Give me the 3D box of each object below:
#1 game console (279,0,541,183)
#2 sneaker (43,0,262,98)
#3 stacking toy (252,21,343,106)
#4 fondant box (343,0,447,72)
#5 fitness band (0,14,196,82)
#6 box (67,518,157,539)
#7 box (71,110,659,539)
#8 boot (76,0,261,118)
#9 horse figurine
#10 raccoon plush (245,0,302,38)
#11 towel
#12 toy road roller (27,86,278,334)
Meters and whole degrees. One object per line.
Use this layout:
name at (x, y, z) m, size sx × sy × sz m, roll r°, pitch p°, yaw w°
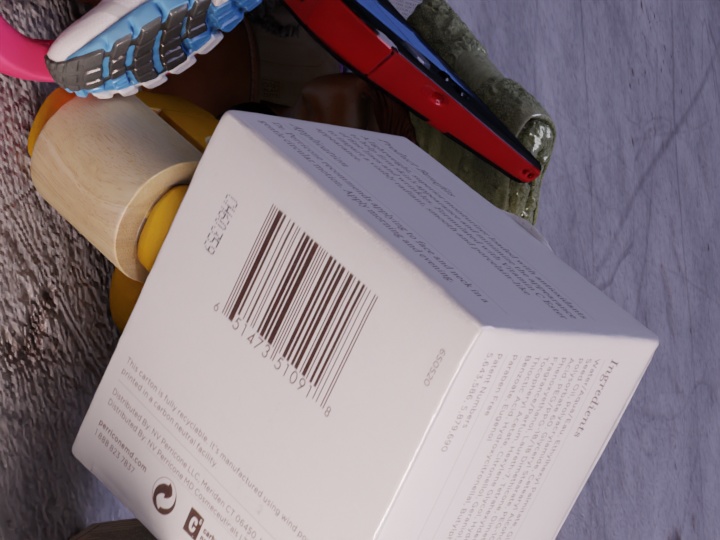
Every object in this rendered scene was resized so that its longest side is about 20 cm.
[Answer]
game console at (0.003, -0.138, 1.382) m, size 0.177 × 0.031 × 0.200 m, roll 30°, pitch 16°, yaw -43°
sneaker at (-0.082, -0.163, 1.253) m, size 0.087 × 0.200 × 0.075 m, roll 50°, pitch -16°, yaw 11°
stacking toy at (-0.041, -0.160, 1.605) m, size 0.200 × 0.085 × 0.085 m, roll -75°, pitch 152°, yaw -58°
fondant box at (0.015, -0.164, 1.660) m, size 0.144 × 0.058 × 0.200 m, roll 123°, pitch -18°, yaw -62°
fitness band at (-0.134, -0.165, 1.261) m, size 0.200 × 0.037 × 0.144 m, roll -5°, pitch 106°, yaw -50°
box at (-0.120, 0.177, 1.204) m, size 0.200 × 0.095 × 0.078 m, roll -28°, pitch 110°, yaw -69°
box at (-0.002, 0.060, 1.192) m, size 0.131 × 0.199 × 0.200 m, roll 5°, pitch 117°, yaw -46°
boot at (-0.125, -0.149, 1.355) m, size 0.155 × 0.074 × 0.200 m, roll -19°, pitch 91°, yaw -72°
horse figurine at (-0.021, -0.058, 1.416) m, size 0.050 × 0.200 × 0.133 m, roll -5°, pitch 76°, yaw -37°
raccoon plush at (-0.055, -0.192, 1.537) m, size 0.200 × 0.097 × 0.134 m, roll 19°, pitch 66°, yaw -70°
towel at (0.059, -0.050, 1.513) m, size 0.148 × 0.036 × 0.200 m, roll 53°, pitch -32°, yaw 41°
toy road roller at (-0.089, -0.004, 1.319) m, size 0.200 × 0.123 × 0.146 m, roll 9°, pitch 115°, yaw -49°
